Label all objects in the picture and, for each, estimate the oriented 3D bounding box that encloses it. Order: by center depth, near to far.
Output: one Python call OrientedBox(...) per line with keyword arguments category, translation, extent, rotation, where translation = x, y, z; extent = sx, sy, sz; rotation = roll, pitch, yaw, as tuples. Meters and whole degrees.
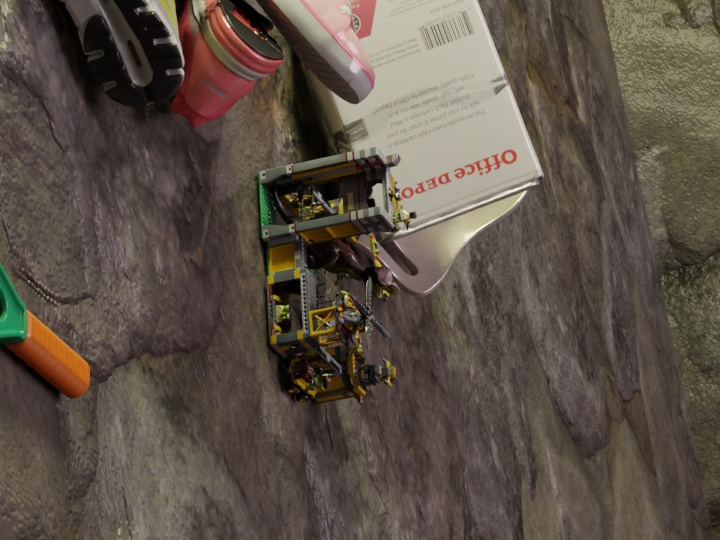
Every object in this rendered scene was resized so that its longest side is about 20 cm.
OrientedBox(category="magnifying glass", translation=(-0.203, 0.023, 1.325), extent=(0.200, 0.022, 0.080), rotation=(48, 34, -56))
OrientedBox(category="sneaker", translation=(-0.167, -0.206, 1.516), extent=(0.090, 0.078, 0.200), rotation=(-92, 168, -59))
OrientedBox(category="sneaker", translation=(-0.030, -0.217, 1.663), extent=(0.200, 0.105, 0.075), rotation=(52, -8, 17))
OrientedBox(category="sneaker", translation=(-0.112, -0.155, 1.671), extent=(0.074, 0.087, 0.200), rotation=(39, 9, -16))
OrientedBox(category="LEGO set", translation=(0.000, 0.000, 1.824), extent=(0.154, 0.116, 0.200), rotation=(55, 29, -53))
OrientedBox(category="ink cartridge box", translation=(0.045, -0.138, 1.946), extent=(0.085, 0.146, 0.200), rotation=(150, -81, -82))
OrientedBox(category="sorting toy", translation=(0.039, -0.079, 2.052), extent=(0.200, 0.107, 0.180), rotation=(43, 50, -32))
